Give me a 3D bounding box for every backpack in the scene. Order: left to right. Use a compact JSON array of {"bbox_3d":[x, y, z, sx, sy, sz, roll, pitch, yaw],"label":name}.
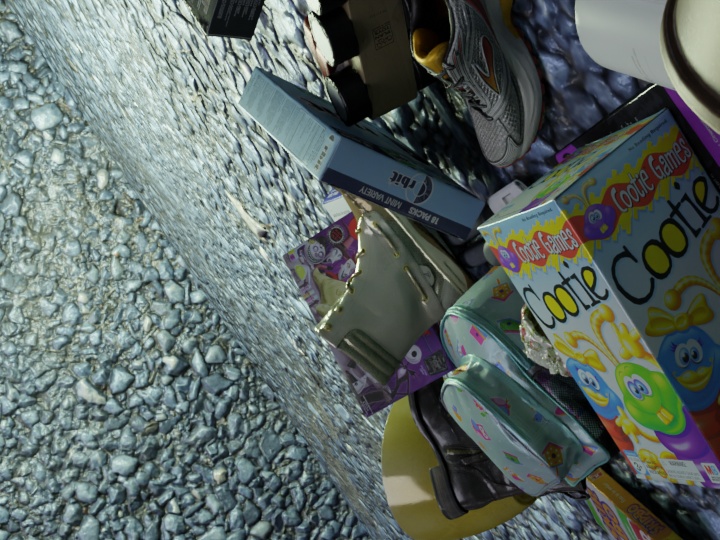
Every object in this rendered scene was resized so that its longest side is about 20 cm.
[{"bbox_3d":[0.156,0.098,0.908,0.201,0.152,0.176,53,170,16],"label":"backpack"}]

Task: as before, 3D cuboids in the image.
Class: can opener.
[{"bbox_3d":[0.114,-0.031,0.904,0.054,0.067,0.200,53,164,0],"label":"can opener"}]

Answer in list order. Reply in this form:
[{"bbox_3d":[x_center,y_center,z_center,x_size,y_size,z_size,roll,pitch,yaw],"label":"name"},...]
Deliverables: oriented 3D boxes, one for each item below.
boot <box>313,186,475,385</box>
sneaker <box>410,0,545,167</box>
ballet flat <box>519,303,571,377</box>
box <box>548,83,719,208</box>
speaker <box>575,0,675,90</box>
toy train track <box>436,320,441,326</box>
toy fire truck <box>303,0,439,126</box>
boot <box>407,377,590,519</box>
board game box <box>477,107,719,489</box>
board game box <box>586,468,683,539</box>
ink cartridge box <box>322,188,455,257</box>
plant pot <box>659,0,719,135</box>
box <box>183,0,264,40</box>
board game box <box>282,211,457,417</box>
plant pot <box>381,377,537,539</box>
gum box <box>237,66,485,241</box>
[{"bbox_3d":[0.000,0.000,1.014,0.200,0.155,0.072,44,-175,7],"label":"boot"},{"bbox_3d":[0.075,-0.160,0.731,0.078,0.082,0.202,31,153,51],"label":"sneaker"},{"bbox_3d":[0.203,0.060,0.750,0.197,0.076,0.064,9,150,38],"label":"ballet flat"},{"bbox_3d":[0.213,-0.052,0.649,0.144,0.036,0.200,55,162,1],"label":"box"},{"bbox_3d":[0.189,-0.115,0.469,0.200,0.081,0.082,41,161,57],"label":"speaker"},{"bbox_3d":[0.045,0.016,1.111,0.200,0.032,0.115,45,163,16],"label":"toy train track"},{"bbox_3d":[-0.038,-0.242,0.845,0.201,0.127,0.177,55,169,39],"label":"toy fire truck"},{"bbox_3d":[0.151,0.163,1.066,0.069,0.172,0.203,14,-123,-62],"label":"boot"},{"bbox_3d":[0.183,0.022,0.624,0.202,0.102,0.105,56,160,-5],"label":"board game box"},{"bbox_3d":[0.288,0.271,1.050,0.096,0.030,0.200,62,174,-24],"label":"board game box"},{"bbox_3d":[0.019,-0.061,1.154,0.202,0.040,0.199,56,163,-7],"label":"ink cartridge box"},{"bbox_3d":[0.191,-0.151,0.267,0.200,0.199,0.200,39,150,40],"label":"plant pot"},{"bbox_3d":[-0.105,-0.311,0.770,0.161,0.043,0.202,55,134,36],"label":"box"},{"bbox_3d":[0.010,0.043,1.074,0.202,0.119,0.032,61,-164,5],"label":"board game box"},{"bbox_3d":[0.139,0.228,1.187,0.140,0.201,0.202,-6,123,39],"label":"plant pot"},{"bbox_3d":[-0.003,-0.110,0.913,0.168,0.045,0.200,21,-164,-35],"label":"gum box"}]
